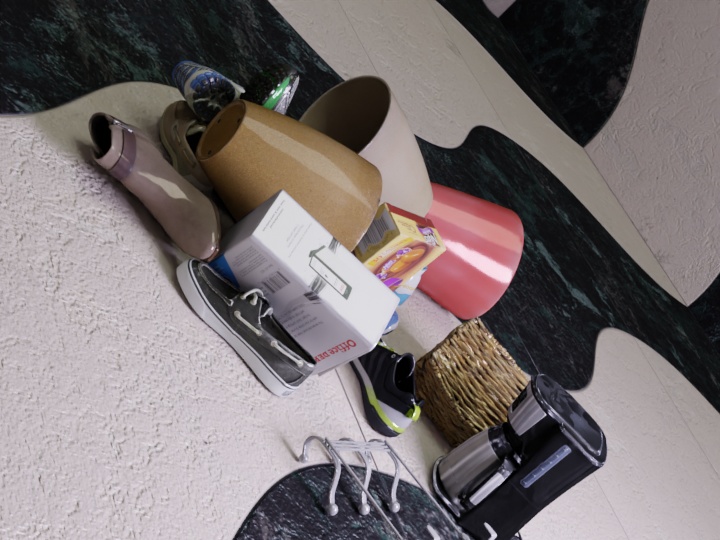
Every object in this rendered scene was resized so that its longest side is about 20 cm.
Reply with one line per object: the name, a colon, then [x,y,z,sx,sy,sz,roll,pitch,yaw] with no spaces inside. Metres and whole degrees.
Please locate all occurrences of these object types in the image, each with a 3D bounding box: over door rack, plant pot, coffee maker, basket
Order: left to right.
plant pot: [-0.106,-0.115,1.576,0.199,0.186,0.188,38,23,-29]
plant pot: [0.021,-0.154,1.887,0.200,0.186,0.189,47,18,-37]
over door rack: [0.035,0.262,1.412,0.199,0.067,0.147,36,13,32]
plant pot: [0.135,-0.045,2.021,0.176,0.201,0.202,25,29,-24]
basket: [0.154,0.199,1.787,0.201,0.149,0.142,49,54,3]
coffee maker: [0.223,0.260,1.624,0.191,0.200,0.135,37,24,-25]

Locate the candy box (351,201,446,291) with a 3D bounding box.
candy box: [0.000,0.000,1.631,0.116,0.199,0.057,16,40,-55]

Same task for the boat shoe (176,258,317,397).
boat shoe: [-0.130,0.054,1.471,0.200,0.064,0.071,47,21,-3]

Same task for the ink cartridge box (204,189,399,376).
ink cartridge box: [-0.073,0.019,1.507,0.200,0.145,0.085,43,54,-14]

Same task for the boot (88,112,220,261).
boot: [-0.251,-0.103,1.482,0.146,0.070,0.200,38,9,-44]

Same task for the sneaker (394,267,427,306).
sneaker: [0.006,-0.025,1.871,0.199,0.081,0.076,39,15,35]

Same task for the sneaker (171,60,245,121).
sneaker: [-0.187,-0.234,1.716,0.085,0.077,0.200,41,1,30]

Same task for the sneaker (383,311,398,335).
sneaker: [-0.012,0.018,1.749,0.199,0.077,0.076,39,21,-27]

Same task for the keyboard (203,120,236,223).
keyboard: [-0.177,-0.123,1.749,0.103,0.040,0.201,-16,66,-42]

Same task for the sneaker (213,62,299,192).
sneaker: [-0.129,-0.184,1.666,0.084,0.201,0.078,15,31,-26]

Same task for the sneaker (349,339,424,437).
sneaker: [0.041,0.131,1.651,0.071,0.083,0.201,31,27,-38]

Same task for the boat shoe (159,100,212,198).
boat shoe: [-0.219,-0.168,1.664,0.071,0.065,0.202,22,34,-30]
